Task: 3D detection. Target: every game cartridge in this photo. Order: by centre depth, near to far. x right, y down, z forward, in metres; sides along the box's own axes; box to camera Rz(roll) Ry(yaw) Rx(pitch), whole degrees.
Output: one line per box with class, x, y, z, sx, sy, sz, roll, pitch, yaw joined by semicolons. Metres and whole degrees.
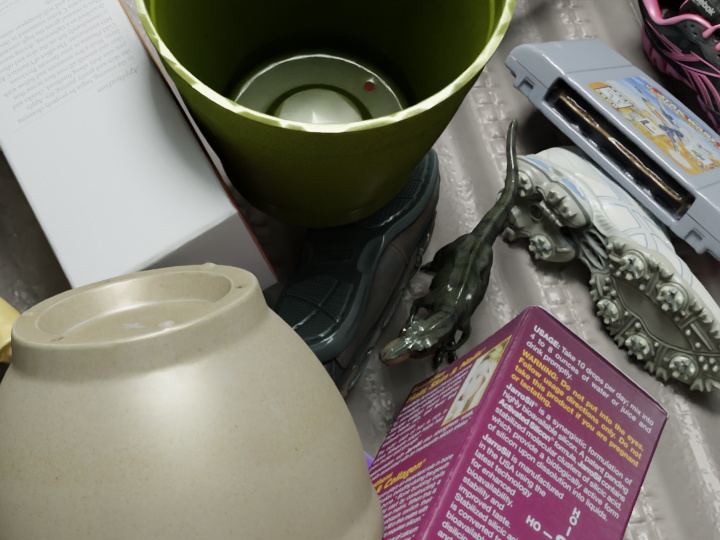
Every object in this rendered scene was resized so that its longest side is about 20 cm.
game cartridge;0.200;-0.089;0.989;0.200;0.042;0.133;45;33;17

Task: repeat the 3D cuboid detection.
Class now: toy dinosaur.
toy dinosaur;0.060;0.003;0.882;0.047;0.088;0.201;25;52;3

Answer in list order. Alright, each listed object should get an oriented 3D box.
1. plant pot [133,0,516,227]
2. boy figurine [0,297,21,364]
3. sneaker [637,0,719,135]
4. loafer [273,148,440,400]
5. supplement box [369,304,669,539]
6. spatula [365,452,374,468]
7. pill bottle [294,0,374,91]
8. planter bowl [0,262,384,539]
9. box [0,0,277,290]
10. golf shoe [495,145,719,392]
plant pot;-0.023;-0.122;0.816;0.198;0.193;0.202;1;67;-3
boy figurine;-0.231;0.044;0.785;0.123;0.065;0.202;-3;60;-15
sneaker;0.260;-0.157;1.020;0.079;0.096;0.200;-39;50;-2
loafer;0.000;0.000;0.896;0.071;0.063;0.201;4;43;27
supplement box;0.059;0.138;0.748;0.103;0.131;0.201;38;53;-8
spatula;-0.033;0.175;0.773;0.056;0.021;0.200;38;55;-2
pill bottle;-0.012;-0.206;0.939;0.113;0.201;0.115;8;54;-10
planter bowl;-0.097;0.077;0.691;0.198;0.136;0.200;-9;15;3
box;-0.143;-0.069;0.823;0.097;0.125;0.201;-29;71;-3
golf shoe;0.184;-0.013;0.941;0.097;0.079;0.200;-29;68;-37
